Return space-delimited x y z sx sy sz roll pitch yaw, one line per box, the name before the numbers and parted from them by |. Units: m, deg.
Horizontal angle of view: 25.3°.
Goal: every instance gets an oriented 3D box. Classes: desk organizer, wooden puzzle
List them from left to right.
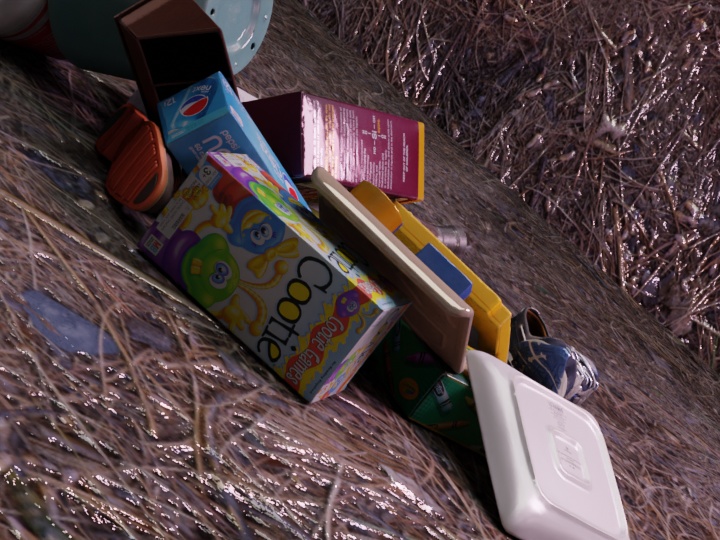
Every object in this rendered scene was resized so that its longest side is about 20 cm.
desk organizer | -0.158 -0.164 1.491 0.077 0.071 0.201 48 -17 31
wooden puzzle | 0.036 -0.005 1.428 0.185 0.046 0.200 44 -10 14

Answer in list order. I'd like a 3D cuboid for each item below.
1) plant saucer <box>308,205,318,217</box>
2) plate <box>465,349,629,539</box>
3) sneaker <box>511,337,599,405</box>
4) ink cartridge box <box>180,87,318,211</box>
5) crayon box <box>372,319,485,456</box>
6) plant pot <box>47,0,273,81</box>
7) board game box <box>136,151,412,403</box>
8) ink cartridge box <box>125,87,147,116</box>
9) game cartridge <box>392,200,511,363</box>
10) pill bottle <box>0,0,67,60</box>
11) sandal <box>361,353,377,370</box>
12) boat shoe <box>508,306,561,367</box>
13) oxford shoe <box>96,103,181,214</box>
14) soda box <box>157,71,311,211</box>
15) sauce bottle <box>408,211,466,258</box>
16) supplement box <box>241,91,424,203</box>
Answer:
plant saucer | 0.000 0.000 1.638 0.199 0.031 0.200 37 7 -5
plate | 0.186 0.181 1.501 0.199 0.032 0.201 30 36 -38
sneaker | 0.207 0.107 1.678 0.077 0.085 0.200 61 -11 17
ink cartridge box | -0.105 -0.113 1.689 0.050 0.110 0.199 -7 -20 35
crayon box | 0.102 0.121 1.572 0.199 0.058 0.119 30 15 -40
plant pot | -0.184 -0.273 1.588 0.160 0.202 0.200 22 4 24
board game box | -0.071 0.003 1.360 0.200 0.105 0.103 41 12 10
ink cartridge box | -0.179 -0.151 1.763 0.199 0.044 0.174 27 16 -45
game cartridge | 0.089 0.032 1.719 0.176 0.032 0.200 44 -14 20
pill bottle | -0.318 -0.277 1.634 0.112 0.113 0.200 43 12 21
sandal | -0.055 0.022 1.488 0.199 0.045 0.075 34 13 -24
boat shoe | 0.220 0.110 1.959 0.072 0.068 0.200 45 10 -28
oxford shoe | -0.187 -0.093 1.458 0.072 0.071 0.200 39 10 -26
soda box | -0.108 -0.083 1.478 0.200 0.067 0.064 57 10 -43
sauce bottle | 0.034 -0.037 1.819 0.199 0.066 0.066 5 32 -41
supplement box | -0.035 -0.119 1.639 0.110 0.087 0.199 -4 -7 39
